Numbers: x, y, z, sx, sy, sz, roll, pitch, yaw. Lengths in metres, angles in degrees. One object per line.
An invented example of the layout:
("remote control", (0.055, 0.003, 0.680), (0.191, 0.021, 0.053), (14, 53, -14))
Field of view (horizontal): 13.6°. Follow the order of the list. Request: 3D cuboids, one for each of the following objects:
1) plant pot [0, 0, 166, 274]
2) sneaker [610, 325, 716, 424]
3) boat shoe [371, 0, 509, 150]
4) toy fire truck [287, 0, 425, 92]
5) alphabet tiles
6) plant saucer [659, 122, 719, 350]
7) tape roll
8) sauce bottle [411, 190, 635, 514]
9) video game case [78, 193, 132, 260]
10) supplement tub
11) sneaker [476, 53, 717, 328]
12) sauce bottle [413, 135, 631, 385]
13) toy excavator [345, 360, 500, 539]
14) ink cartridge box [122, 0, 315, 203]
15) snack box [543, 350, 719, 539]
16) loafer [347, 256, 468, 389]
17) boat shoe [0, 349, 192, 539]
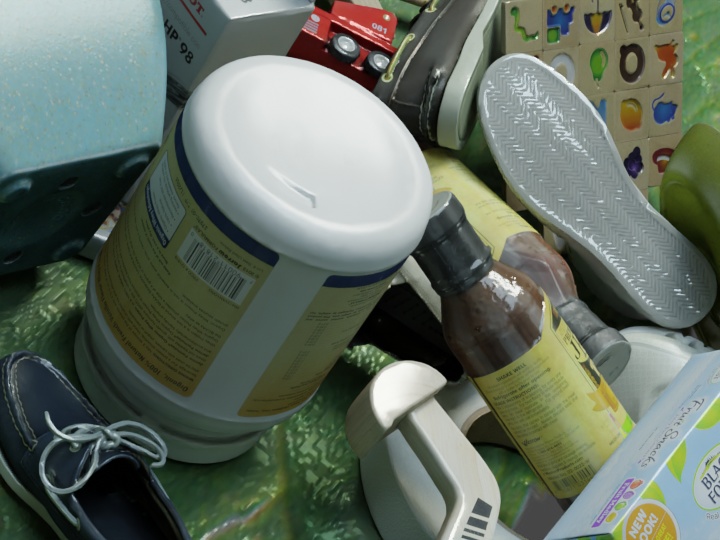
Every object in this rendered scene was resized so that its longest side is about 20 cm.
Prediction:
("plant pot", (-0.219, -0.106, 1.652), (0.195, 0.196, 0.201), (-13, 65, -42))
("sneaker", (0.215, 0.111, 1.808), (0.200, 0.075, 0.081), (44, 24, 13))
("boat shoe", (0.059, -0.147, 1.897), (0.060, 0.072, 0.201), (11, 34, 11))
("toy fire truck", (-0.004, -0.164, 1.959), (0.199, 0.049, 0.141), (26, 41, -11))
("alphabet tiles", (0.150, -0.113, 1.935), (0.166, 0.201, 0.006), (-12, 16, -41))
("plant saucer", (0.229, 0.008, 1.865), (0.031, 0.200, 0.201), (-19, 58, -9))
("tape roll", (0.095, 0.130, 1.748), (0.202, 0.037, 0.204), (19, 43, -18))
("sauce bottle", (0.089, 0.046, 1.689), (0.200, 0.064, 0.065), (55, 36, -17))
("video game case", (-0.085, -0.057, 1.819), (0.181, 0.023, 0.201), (21, 42, -16))
("supplement tub", (-0.064, -0.003, 1.640), (0.144, 0.200, 0.145), (19, 42, -18))
("sneaker", (0.134, -0.044, 1.880), (0.074, 0.116, 0.200), (-38, 94, -7))
("sauce bottle", (0.084, -0.003, 1.818), (0.066, 0.066, 0.200), (-12, 43, -41))
("toy excavator", (0.060, 0.168, 1.618), (0.194, 0.100, 0.201), (31, 47, -8))
("ink cartridge box", (-0.101, -0.149, 1.725), (0.066, 0.200, 0.116), (-13, 59, -40))
("snack box", (0.216, 0.170, 1.681), (0.200, 0.068, 0.169), (52, 55, -14))
("loafer", (0.000, 0.000, 1.738), (0.199, 0.075, 0.070), (29, 39, 5))
("boat shoe", (-0.137, 0.115, 1.581), (0.075, 0.062, 0.201), (-6, 54, -36))
